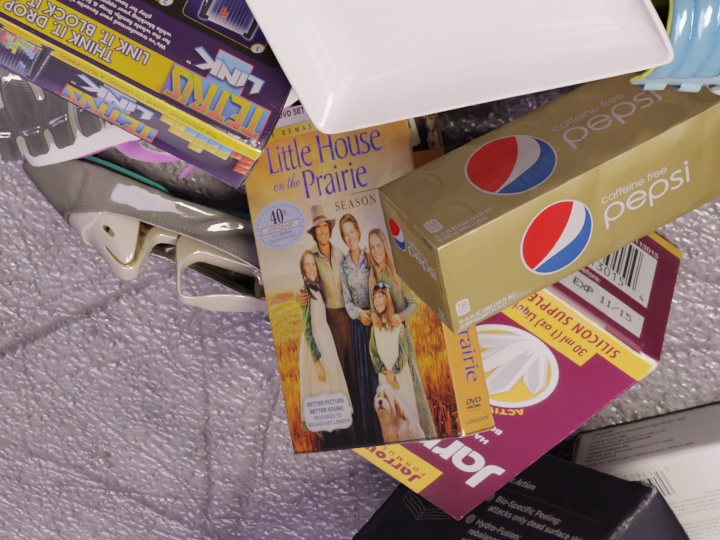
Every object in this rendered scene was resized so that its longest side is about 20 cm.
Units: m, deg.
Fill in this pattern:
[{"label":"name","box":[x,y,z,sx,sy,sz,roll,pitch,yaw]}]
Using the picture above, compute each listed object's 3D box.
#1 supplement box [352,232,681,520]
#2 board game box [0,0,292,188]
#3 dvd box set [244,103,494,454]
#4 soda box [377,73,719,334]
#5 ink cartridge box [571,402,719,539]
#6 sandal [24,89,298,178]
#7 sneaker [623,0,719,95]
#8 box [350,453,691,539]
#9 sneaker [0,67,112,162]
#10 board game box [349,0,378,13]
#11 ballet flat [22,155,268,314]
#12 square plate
[{"label":"supplement box","box":[0.075,0.036,1.551,0.131,0.103,0.200,33,134,-14]},{"label":"board game box","box":[-0.114,-0.162,1.381,0.199,0.166,0.057,28,156,-7]},{"label":"dvd box set","box":[0.000,0.000,1.488,0.146,0.029,0.201,-9,91,47]},{"label":"soda box","box":[0.114,-0.048,1.405,0.199,0.068,0.064,-27,132,-15]},{"label":"ink cartridge box","box":[0.256,0.157,1.645,0.199,0.044,0.174,-15,126,30]},{"label":"sandal","box":[-0.108,-0.080,1.518,0.202,0.082,0.050,-6,112,39]},{"label":"sneaker","box":[0.185,-0.110,1.324,0.130,0.080,0.200,-7,152,3]},{"label":"box","box":[0.082,0.216,1.600,0.196,0.200,0.118,16,147,54]},{"label":"sneaker","box":[-0.168,-0.133,1.459,0.199,0.116,0.075,-13,143,-8]},{"label":"board game box","box":[0.060,-0.229,1.285,0.034,0.136,0.200,16,142,-35]},{"label":"ballet flat","box":[-0.116,-0.017,1.584,0.199,0.064,0.067,18,159,0]},{"label":"square plate","box":[0.027,-0.163,1.244,0.197,0.029,0.200,-10,128,27]}]
